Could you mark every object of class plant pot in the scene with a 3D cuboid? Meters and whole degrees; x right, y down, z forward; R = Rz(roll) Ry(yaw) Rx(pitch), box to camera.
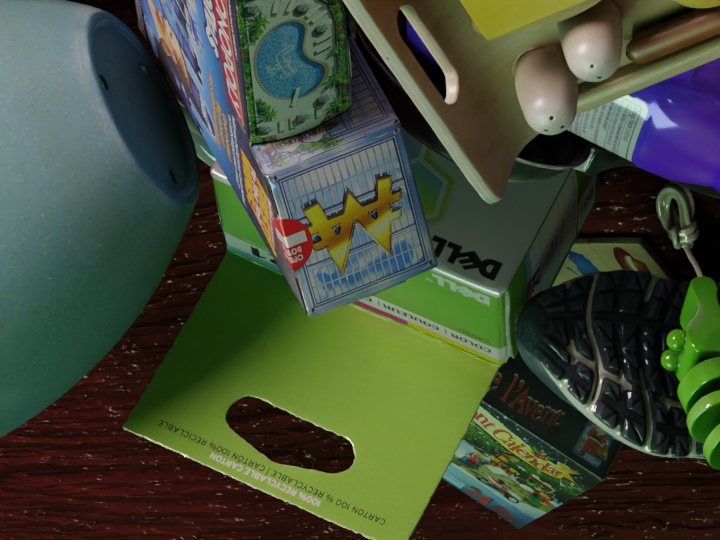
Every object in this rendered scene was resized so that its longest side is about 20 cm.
[{"bbox_3d":[-0.150,-0.042,1.170,0.134,0.201,0.200,-25,132,16],"label":"plant pot"}]

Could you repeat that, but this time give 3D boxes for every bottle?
[{"bbox_3d":[0.117,-0.076,1.064,0.199,0.066,0.084,26,170,7],"label":"bottle"}]

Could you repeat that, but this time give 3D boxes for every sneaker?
[{"bbox_3d":[0.136,0.056,1.222,0.199,0.078,0.086,20,161,-37],"label":"sneaker"}]

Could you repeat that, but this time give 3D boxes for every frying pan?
[{"bbox_3d":[0.071,-0.069,1.143,0.189,0.031,0.115,10,-146,-42],"label":"frying pan"}]

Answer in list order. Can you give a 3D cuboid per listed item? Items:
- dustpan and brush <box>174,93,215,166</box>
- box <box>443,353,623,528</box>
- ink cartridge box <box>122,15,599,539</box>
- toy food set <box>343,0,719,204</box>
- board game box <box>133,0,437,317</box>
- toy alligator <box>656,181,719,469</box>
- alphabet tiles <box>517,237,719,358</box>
[{"bbox_3d":[-0.021,-0.022,1.324,0.200,0.057,0.140,49,139,7],"label":"dustpan and brush"},{"bbox_3d":[0.034,0.059,1.456,0.199,0.038,0.137,33,158,-5],"label":"box"},{"bbox_3d":[0.000,0.000,1.183,0.147,0.201,0.076,23,155,15],"label":"ink cartridge box"},{"bbox_3d":[0.103,-0.104,0.946,0.199,0.061,0.144,-22,134,19],"label":"toy food set"},{"bbox_3d":[-0.036,-0.095,1.076,0.200,0.061,0.200,87,158,-59],"label":"board game box"},{"bbox_3d":[0.152,0.043,1.115,0.059,0.054,0.200,101,148,-48],"label":"toy alligator"},{"bbox_3d":[0.134,0.035,1.344,0.199,0.006,0.166,1,143,48],"label":"alphabet tiles"}]
